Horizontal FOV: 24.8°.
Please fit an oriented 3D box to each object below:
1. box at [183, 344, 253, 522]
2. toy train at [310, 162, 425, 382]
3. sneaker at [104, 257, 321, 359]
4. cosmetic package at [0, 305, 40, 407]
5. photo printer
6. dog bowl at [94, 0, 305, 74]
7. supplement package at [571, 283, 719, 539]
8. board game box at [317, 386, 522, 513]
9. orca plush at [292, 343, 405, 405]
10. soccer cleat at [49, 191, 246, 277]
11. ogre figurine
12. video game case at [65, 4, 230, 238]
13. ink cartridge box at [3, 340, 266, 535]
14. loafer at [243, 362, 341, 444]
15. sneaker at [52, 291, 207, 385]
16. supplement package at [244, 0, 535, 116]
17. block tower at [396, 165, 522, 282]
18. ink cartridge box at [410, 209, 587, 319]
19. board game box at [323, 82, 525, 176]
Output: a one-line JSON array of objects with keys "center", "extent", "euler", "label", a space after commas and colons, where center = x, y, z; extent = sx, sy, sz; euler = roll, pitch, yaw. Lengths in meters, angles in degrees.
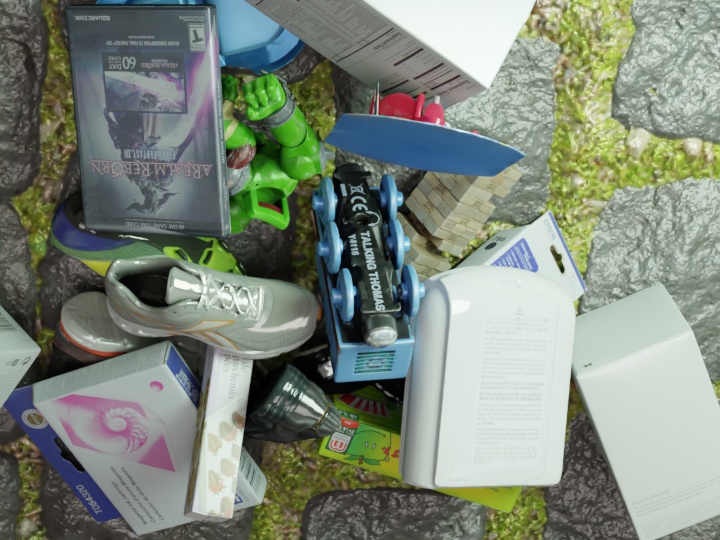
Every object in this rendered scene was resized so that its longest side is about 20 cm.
[{"center": [-0.127, 0.128, 1.499], "extent": [0.039, 0.041, 0.201], "euler": [12, 73, -17], "label": "box"}, {"center": [0.000, 0.000, 1.473], "extent": [0.086, 0.201, 0.114], "euler": [-3, 142, -12], "label": "toy train"}, {"center": [-0.135, 0.029, 1.456], "extent": [0.199, 0.092, 0.076], "euler": [4, 72, 5], "label": "sneaker"}, {"center": [-0.403, 0.117, 1.548], "extent": [0.101, 0.071, 0.200], "euler": [43, 107, 19], "label": "cosmetic package"}, {"center": [0.117, 0.096, 1.495], "extent": [0.166, 0.069, 0.201], "euler": [3, 92, -35], "label": "photo printer"}, {"center": [-0.141, -0.225, 1.461], "extent": [0.199, 0.050, 0.112], "euler": [-13, 112, 2], "label": "dog bowl"}, {"center": [0.284, 0.139, 1.597], "extent": [0.119, 0.121, 0.201], "euler": [-22, 112, 5], "label": "supplement package"}, {"center": [0.058, 0.164, 1.602], "extent": [0.199, 0.102, 0.048], "euler": [18, 114, -11], "label": "board game box"}, {"center": [0.038, 0.099, 1.573], "extent": [0.199, 0.105, 0.071], "euler": [-4, 70, -29], "label": "orca plush"}, {"center": [-0.198, -0.012, 1.547], "extent": [0.200, 0.065, 0.084], "euler": [26, 138, -18], "label": "soccer cleat"}, {"center": [-0.114, -0.094, 1.479], "extent": [0.120, 0.098, 0.200], "euler": [31, 110, -35], "label": "ogre figurine"}, {"center": [-0.184, -0.130, 1.425], "extent": [0.142, 0.019, 0.201], "euler": [4, 105, 22], "label": "video game case"}, {"center": [-0.222, 0.172, 1.574], "extent": [0.199, 0.043, 0.197], "euler": [-19, 125, 19], "label": "ink cartridge box"}, {"center": [-0.069, 0.137, 1.536], "extent": [0.072, 0.200, 0.073], "euler": [35, 80, -5], "label": "loafer"}, {"center": [-0.205, 0.087, 1.584], "extent": [0.199, 0.077, 0.082], "euler": [27, 136, -15], "label": "sneaker"}, {"center": [0.031, -0.253, 1.379], "extent": [0.200, 0.151, 0.152], "euler": [33, 74, -15], "label": "supplement package"}, {"center": [0.064, -0.034, 1.538], "extent": [0.058, 0.054, 0.200], "euler": [20, 114, -49], "label": "block tower"}, {"center": [0.124, 0.035, 1.559], "extent": [0.200, 0.039, 0.100], "euler": [-38, 113, -25], "label": "ink cartridge box"}, {"center": [0.056, -0.123, 1.403], "extent": [0.157, 0.200, 0.039], "euler": [11, 84, -7], "label": "board game box"}]
